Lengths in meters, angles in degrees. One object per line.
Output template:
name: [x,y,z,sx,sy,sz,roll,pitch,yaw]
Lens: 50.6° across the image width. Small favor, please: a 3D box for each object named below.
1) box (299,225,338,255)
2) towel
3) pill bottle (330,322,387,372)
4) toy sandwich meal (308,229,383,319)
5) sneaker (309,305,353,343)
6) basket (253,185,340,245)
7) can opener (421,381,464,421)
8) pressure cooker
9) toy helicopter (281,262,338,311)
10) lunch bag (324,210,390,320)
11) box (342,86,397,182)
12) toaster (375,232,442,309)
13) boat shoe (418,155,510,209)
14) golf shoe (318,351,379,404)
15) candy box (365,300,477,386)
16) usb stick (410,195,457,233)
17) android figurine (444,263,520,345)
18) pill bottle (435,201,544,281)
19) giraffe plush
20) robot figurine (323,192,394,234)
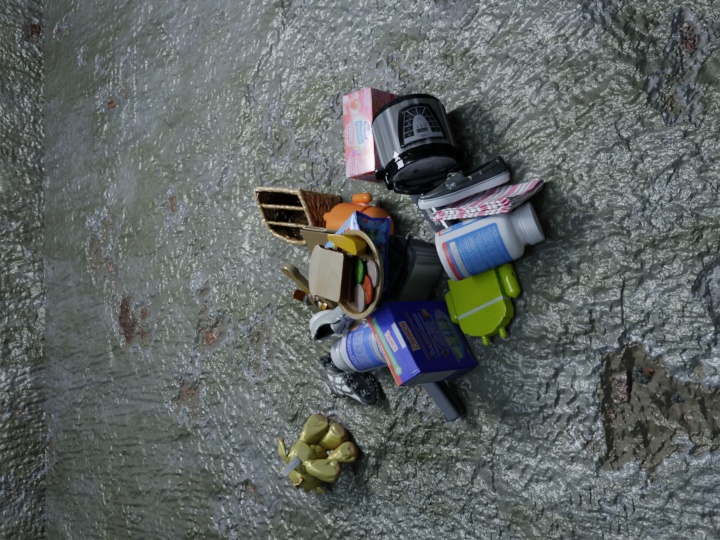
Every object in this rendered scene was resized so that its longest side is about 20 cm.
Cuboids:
box: [-0.050,-0.017,1.840,0.163,0.021,0.200,9,134,44]
towel: [0.256,-0.146,1.552,0.200,0.146,0.030,-4,110,44]
pill bottle: [0.026,0.176,1.779,0.200,0.112,0.112,-20,75,41]
toy sandwich meal: [-0.031,0.007,1.559,0.205,0.070,0.206,7,98,56]
sneaker: [-0.034,0.110,1.797,0.200,0.076,0.092,-37,19,15]
basket: [-0.172,-0.138,1.959,0.200,0.149,0.143,10,95,43]
can opener: [0.141,0.245,1.660,0.067,0.053,0.200,-38,86,28]
pressure cooker: [0.127,-0.259,1.657,0.176,0.178,0.200,-30,64,39]
toy helicopter: [-0.125,0.052,1.902,0.079,0.200,0.132,-52,20,-20]
lunch bag: [0.000,0.000,1.634,0.151,0.094,0.200,-45,42,49]
box: [0.027,-0.319,1.807,0.095,0.103,0.200,-8,82,44]
toaster: [0.100,0.001,1.704,0.114,0.129,0.200,38,114,37]
boat shoe: [0.211,-0.183,1.592,0.200,0.069,0.057,-20,102,4]
golf shoe: [-0.027,0.282,1.866,0.200,0.078,0.095,36,130,41]
candy box: [0.132,0.151,1.618,0.077,0.200,0.169,-42,60,34]
usb stick: [0.165,-0.135,1.714,0.055,0.033,0.200,-49,57,30]
android figurine: [0.256,0.056,1.612,0.182,0.041,0.200,-32,64,37]
pill bottle: [0.262,-0.062,1.537,0.200,0.112,0.112,-22,72,19]
giraffe plush: [-0.118,0.482,1.894,0.173,0.200,0.162,51,150,29]
robot figurine: [-0.002,-0.102,1.815,0.200,0.117,0.144,13,65,43]
